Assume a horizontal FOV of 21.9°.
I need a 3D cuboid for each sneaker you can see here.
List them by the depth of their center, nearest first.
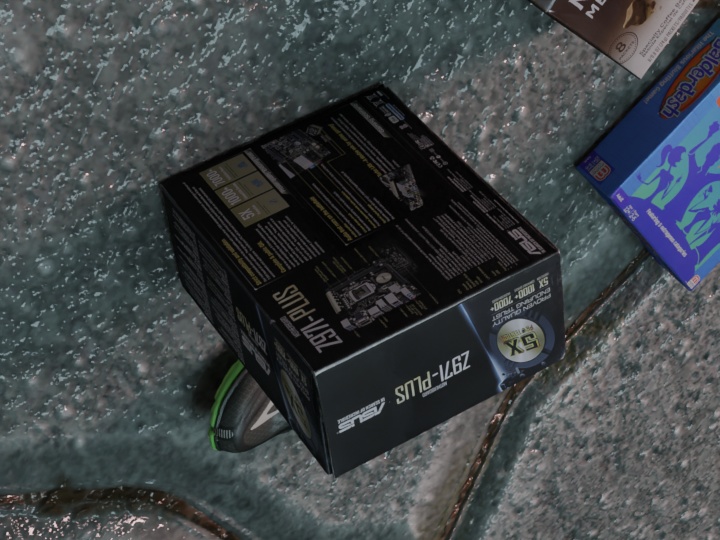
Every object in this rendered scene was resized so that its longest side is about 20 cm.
[{"bbox_3d":[-0.010,0.077,1.235,0.198,0.084,0.077,-18,132,-26],"label":"sneaker"}]

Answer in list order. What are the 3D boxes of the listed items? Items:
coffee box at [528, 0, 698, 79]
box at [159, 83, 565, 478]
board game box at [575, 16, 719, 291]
[{"bbox_3d":[0.179,-0.233,1.130,0.113,0.080,0.201,25,106,-47],"label":"coffee box"},{"bbox_3d":[0.000,0.000,1.093,0.163,0.200,0.087,-25,134,-19],"label":"box"},{"bbox_3d":[0.265,-0.100,1.329,0.200,0.045,0.152,-47,138,3],"label":"board game box"}]
